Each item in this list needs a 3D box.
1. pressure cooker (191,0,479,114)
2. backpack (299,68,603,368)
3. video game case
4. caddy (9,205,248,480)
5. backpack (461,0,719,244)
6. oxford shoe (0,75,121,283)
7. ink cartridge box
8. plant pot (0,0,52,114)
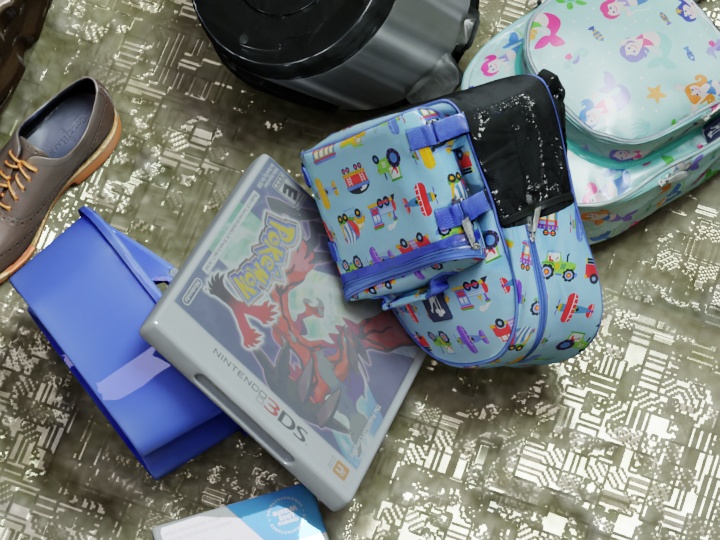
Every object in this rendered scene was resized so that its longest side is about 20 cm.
[{"bbox_3d":[-0.008,-0.204,1.676,0.178,0.200,0.176,3,85,27],"label":"pressure cooker"},{"bbox_3d":[0.069,-0.019,1.577,0.134,0.182,0.200,-21,97,-37],"label":"backpack"},{"bbox_3d":[-0.042,0.039,1.577,0.182,0.023,0.200,43,41,-12],"label":"video game case"},{"bbox_3d":[-0.152,0.046,1.600,0.105,0.141,0.200,-36,73,-10],"label":"caddy"},{"bbox_3d":[0.174,-0.123,1.668,0.200,0.151,0.178,-34,73,-7],"label":"backpack"},{"bbox_3d":[-0.254,-0.064,1.680,0.071,0.073,0.200,32,72,12],"label":"oxford shoe"},{"bbox_3d":[-0.058,0.257,1.552,0.116,0.068,0.200,-17,69,-6],"label":"ink cartridge box"},{"bbox_3d":[-0.339,-0.205,1.685,0.198,0.200,0.200,23,70,1],"label":"plant pot"}]
